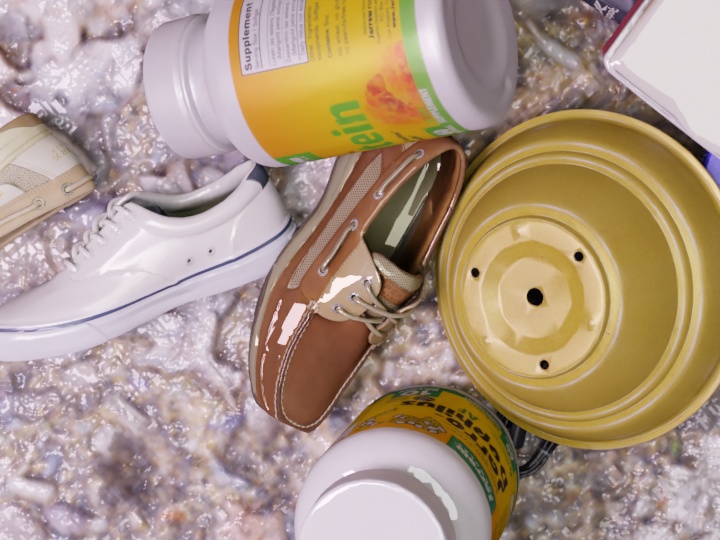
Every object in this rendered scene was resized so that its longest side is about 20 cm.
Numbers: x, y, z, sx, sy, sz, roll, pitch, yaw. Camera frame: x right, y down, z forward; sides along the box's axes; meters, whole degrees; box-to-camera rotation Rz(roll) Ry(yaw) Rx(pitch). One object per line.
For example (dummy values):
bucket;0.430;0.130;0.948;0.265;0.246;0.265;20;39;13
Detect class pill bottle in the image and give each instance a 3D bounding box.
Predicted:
pill bottle;0.025;0.136;1.394;0.112;0.200;0.114;2;99;11
pill bottle;-0.020;-0.120;1.400;0.199;0.111;0.112;-9;96;27

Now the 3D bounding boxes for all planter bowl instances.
planter bowl;0.114;0.010;1.405;0.199;0.083;0.202;4;98;28

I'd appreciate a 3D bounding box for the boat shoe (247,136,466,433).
boat shoe;0.000;0.000;1.434;0.075;0.074;0.201;22;92;-39

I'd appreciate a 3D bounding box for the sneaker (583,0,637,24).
sneaker;0.113;-0.178;1.428;0.198;0.079;0.130;-28;93;2

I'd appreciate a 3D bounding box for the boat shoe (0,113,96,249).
boat shoe;-0.247;-0.004;1.464;0.201;0.073;0.063;-45;88;-2

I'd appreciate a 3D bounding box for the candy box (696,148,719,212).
candy box;0.300;-0.083;1.432;0.168;0.077;0.201;27;97;1

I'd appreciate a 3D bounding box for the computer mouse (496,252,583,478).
computer mouse;0.110;0.028;1.471;0.058;0.034;0.202;7;96;1

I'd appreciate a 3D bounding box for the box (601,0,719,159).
box;0.207;-0.117;1.298;0.128;0.200;0.109;37;98;0

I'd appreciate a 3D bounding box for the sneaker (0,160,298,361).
sneaker;-0.137;-0.009;1.456;0.199;0.073;0.071;-23;110;-6
